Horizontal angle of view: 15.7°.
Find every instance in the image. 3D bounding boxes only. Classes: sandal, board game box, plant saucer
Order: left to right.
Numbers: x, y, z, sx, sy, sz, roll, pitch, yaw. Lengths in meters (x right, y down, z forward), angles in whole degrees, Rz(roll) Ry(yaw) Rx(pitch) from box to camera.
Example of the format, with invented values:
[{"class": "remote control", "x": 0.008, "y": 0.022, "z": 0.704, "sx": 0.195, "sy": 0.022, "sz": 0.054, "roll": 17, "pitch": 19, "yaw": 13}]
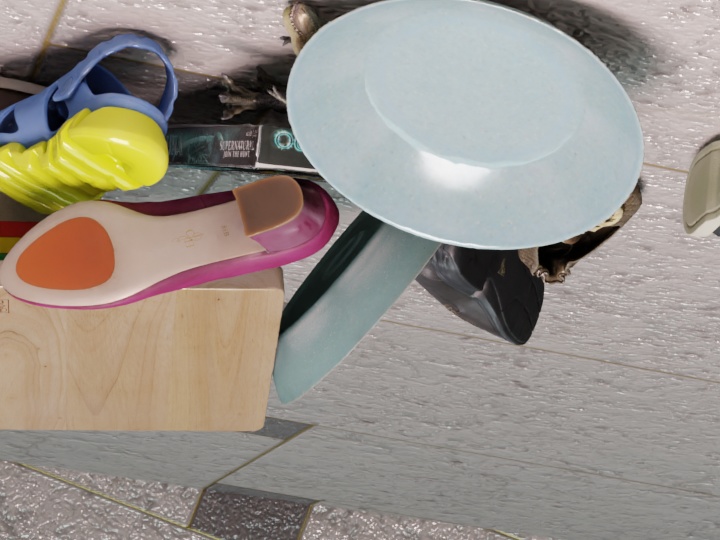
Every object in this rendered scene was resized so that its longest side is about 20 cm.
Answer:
[{"class": "sandal", "x": -0.169, "y": -0.088, "z": 1.578, "sx": 0.079, "sy": 0.087, "sz": 0.200, "roll": 32, "pitch": 155, "yaw": -32}, {"class": "board game box", "x": -0.034, "y": -0.070, "z": 1.600, "sx": 0.135, "sy": 0.028, "sz": 0.200, "roll": 5, "pitch": -179, "yaw": -23}, {"class": "plant saucer", "x": 0.000, "y": 0.000, "z": 1.711, "sx": 0.036, "sy": 0.200, "sz": 0.200, "roll": 41, "pitch": 162, "yaw": -7}, {"class": "plant saucer", "x": 0.060, "y": -0.090, "z": 1.439, "sx": 0.200, "sy": 0.039, "sz": 0.201, "roll": 11, "pitch": 142, "yaw": 8}]

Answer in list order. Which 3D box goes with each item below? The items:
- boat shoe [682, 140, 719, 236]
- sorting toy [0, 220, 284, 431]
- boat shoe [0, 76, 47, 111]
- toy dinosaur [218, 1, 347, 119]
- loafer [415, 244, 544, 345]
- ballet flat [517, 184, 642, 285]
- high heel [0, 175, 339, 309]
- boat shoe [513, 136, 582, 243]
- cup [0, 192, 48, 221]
[{"class": "boat shoe", "x": 0.247, "y": -0.049, "z": 1.532, "sx": 0.066, "sy": 0.075, "sz": 0.199, "roll": 8, "pitch": 169, "yaw": -9}, {"class": "sorting toy", "x": -0.155, "y": 0.029, "z": 1.679, "sx": 0.198, "sy": 0.070, "sz": 0.200, "roll": 1, "pitch": 151, "yaw": -6}, {"class": "boat shoe", "x": -0.252, "y": -0.096, "z": 1.674, "sx": 0.199, "sy": 0.060, "sz": 0.072, "roll": 14, "pitch": 166, "yaw": -24}, {"class": "toy dinosaur", "x": -0.029, "y": -0.106, "z": 1.527, "sx": 0.088, "sy": 0.048, "sz": 0.200, "roll": -2, "pitch": 169, "yaw": 16}, {"class": "loafer", "x": 0.077, "y": -0.003, "z": 1.885, "sx": 0.072, "sy": 0.073, "sz": 0.200, "roll": 12, "pitch": 161, "yaw": 27}, {"class": "ballet flat", "x": 0.143, "y": -0.027, "z": 1.763, "sx": 0.067, "sy": 0.047, "sz": 0.200, "roll": 9, "pitch": 168, "yaw": -8}, {"class": "high heel", "x": -0.111, "y": -0.010, "z": 1.564, "sx": 0.199, "sy": 0.068, "sz": 0.096, "roll": -10, "pitch": 168, "yaw": 13}, {"class": "boat shoe", "x": 0.097, "y": -0.066, "z": 1.579, "sx": 0.076, "sy": 0.072, "sz": 0.200, "roll": 23, "pitch": 167, "yaw": 13}, {"class": "cup", "x": -0.263, "y": -0.014, "z": 1.862, "sx": 0.199, "sy": 0.144, "sz": 0.200, "roll": 7, "pitch": 167, "yaw": 2}]
